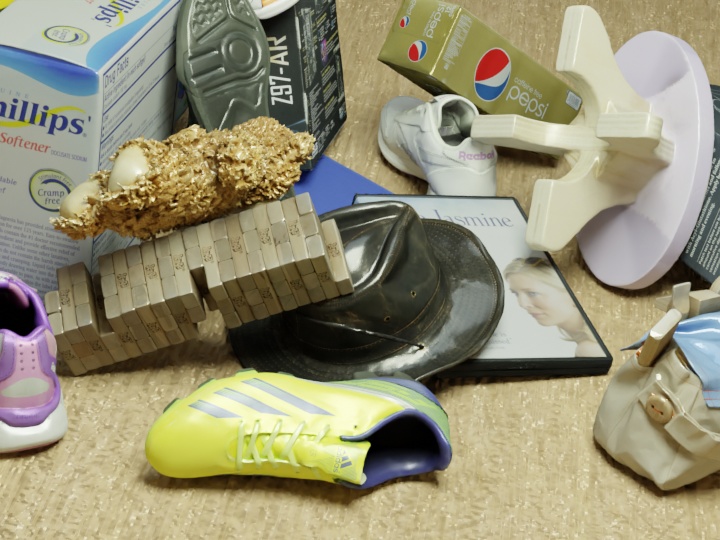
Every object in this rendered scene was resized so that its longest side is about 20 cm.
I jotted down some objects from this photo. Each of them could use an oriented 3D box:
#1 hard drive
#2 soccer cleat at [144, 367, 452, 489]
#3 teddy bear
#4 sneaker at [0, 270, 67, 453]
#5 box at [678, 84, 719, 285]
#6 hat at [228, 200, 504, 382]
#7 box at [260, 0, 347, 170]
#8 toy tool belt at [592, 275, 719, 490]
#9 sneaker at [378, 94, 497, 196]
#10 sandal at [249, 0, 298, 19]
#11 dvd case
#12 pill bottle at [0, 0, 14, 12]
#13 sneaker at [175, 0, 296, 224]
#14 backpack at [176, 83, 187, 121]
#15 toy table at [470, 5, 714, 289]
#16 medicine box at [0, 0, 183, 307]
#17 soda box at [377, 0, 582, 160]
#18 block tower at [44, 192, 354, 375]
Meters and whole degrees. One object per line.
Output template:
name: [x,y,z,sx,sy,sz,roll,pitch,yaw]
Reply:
hard drive: [-0.015,-0.035,1.489,0.132,0.025,0.200,-20,39,-41]
soccer cleat: [-0.035,0.106,1.187,0.199,0.065,0.084,-4,33,-22]
teddy bear: [-0.114,-0.054,1.265,0.067,0.145,0.200,62,21,8]
sneaker: [-0.245,0.033,1.241,0.080,0.089,0.200,-10,32,-27]
box: [0.301,-0.069,1.520,0.148,0.108,0.200,6,26,-34]
hat: [0.000,0.000,1.319,0.199,0.081,0.201,-5,42,4]
box: [-0.052,-0.181,1.568,0.043,0.161,0.200,-3,17,9]
toy tool belt: [0.250,0.061,1.280,0.199,0.124,0.125,-18,38,-40]
sneaker: [0.072,-0.114,1.580,0.074,0.100,0.200,-5,30,-19]
sandal: [-0.134,-0.226,1.425,0.205,0.059,0.080,-9,53,2]
dvd case: [0.088,0.008,1.405,0.142,0.018,0.200,0,38,-23]
pill bottle: [-0.313,-0.193,1.379,0.114,0.115,0.200,22,54,24]
sneaker: [-0.110,-0.116,1.415,0.076,0.201,0.114,-19,11,-29]
backpack: [-0.214,-0.190,1.560,0.146,0.184,0.200,17,40,13]
toy table: [0.187,-0.095,1.445,0.117,0.201,0.183,13,-17,-40]
medicine box: [-0.208,-0.096,1.367,0.102,0.201,0.182,13,28,9]
soda box: [0.105,-0.164,1.607,0.068,0.064,0.200,22,-4,42]
block tower: [-0.109,0.008,1.261,0.199,0.058,0.054,-16,55,3]
